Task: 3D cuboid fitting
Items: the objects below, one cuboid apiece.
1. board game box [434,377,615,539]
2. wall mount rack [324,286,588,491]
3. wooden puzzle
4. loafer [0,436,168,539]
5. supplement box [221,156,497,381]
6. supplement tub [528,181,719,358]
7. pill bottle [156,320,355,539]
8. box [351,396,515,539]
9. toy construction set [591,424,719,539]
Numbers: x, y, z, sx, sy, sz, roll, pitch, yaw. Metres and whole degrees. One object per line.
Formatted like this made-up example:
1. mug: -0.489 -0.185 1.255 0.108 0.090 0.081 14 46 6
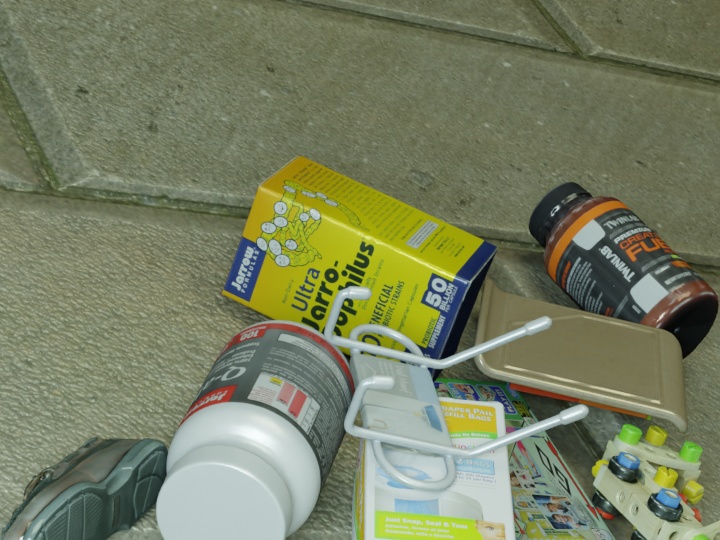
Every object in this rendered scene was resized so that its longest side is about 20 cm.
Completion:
1. board game box: 0.113 0.166 1.658 0.134 0.029 0.200 7 35 -34
2. wall mount rack: 0.065 0.081 1.475 0.172 0.075 0.201 12 31 -17
3. wooden puzzle: 0.198 0.080 1.794 0.198 0.038 0.185 18 22 0
4. loafer: -0.202 0.163 1.370 0.062 0.073 0.200 14 17 18
5. supplement box: 0.000 0.000 1.714 0.199 0.110 0.110 25 22 9
6. supplement tub: 0.253 0.000 1.963 0.106 0.107 0.200 -6 43 -45
7. pill bottle: -0.077 0.129 1.462 0.115 0.116 0.200 27 28 -1
8. box: 0.051 0.189 1.465 0.111 0.102 0.201 6 31 -3
9. toy construction set: 0.268 0.192 1.657 0.130 0.093 0.200 12 4 -32
